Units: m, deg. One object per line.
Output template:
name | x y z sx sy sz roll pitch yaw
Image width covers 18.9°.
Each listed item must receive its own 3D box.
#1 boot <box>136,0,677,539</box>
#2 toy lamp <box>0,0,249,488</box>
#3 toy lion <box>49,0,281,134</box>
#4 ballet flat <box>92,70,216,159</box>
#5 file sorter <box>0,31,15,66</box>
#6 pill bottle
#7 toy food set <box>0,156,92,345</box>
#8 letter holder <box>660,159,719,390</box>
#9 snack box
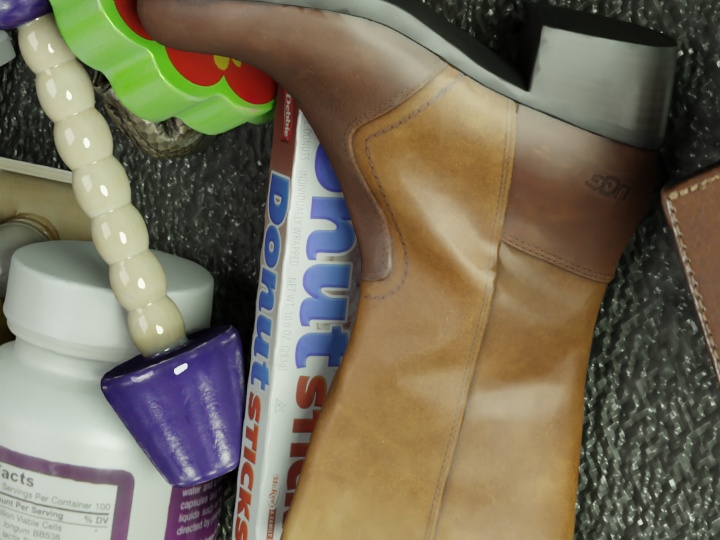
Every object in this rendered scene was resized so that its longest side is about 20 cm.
boot | 0.000 0.000 0.739 0.069 0.186 0.202 -100 22 -72
toy lamp | -0.091 -0.018 0.795 0.058 0.058 0.202 -15 100 46
toy lion | -0.078 -0.152 0.781 0.068 0.199 0.194 -19 60 44
ballet flat | -0.105 -0.142 0.911 0.067 0.046 0.202 -26 73 44
file sorter | -0.281 -0.156 1.001 0.200 0.138 0.125 41 155 38
pill bottle | -0.113 0.094 0.885 0.112 0.112 0.202 21 107 44
toy food set | -0.193 0.040 0.946 0.060 0.142 0.202 -81 2 -76
letter holder | 0.198 0.011 0.555 0.199 0.100 0.144 -25 76 45
snack box | -0.003 0.014 0.789 0.024 0.071 0.202 24 111 61
